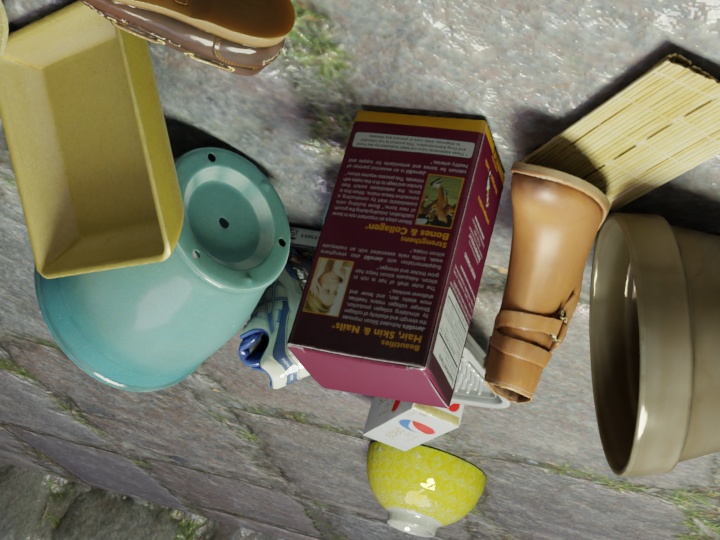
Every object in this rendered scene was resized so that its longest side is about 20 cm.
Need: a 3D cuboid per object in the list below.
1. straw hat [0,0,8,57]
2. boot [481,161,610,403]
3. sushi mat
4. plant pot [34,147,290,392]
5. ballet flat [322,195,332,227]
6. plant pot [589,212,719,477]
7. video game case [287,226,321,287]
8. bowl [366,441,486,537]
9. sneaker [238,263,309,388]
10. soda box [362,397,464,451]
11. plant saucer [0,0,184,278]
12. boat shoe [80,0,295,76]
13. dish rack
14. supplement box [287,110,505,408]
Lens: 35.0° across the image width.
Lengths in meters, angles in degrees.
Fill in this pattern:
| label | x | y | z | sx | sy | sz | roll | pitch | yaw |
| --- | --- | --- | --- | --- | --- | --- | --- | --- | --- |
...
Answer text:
| label | x | y | z | sx | sy | sz | roll | pitch | yaw |
| --- | --- | --- | --- | --- | --- | --- | --- | --- | --- |
| straw hat | -0.363 | -0.168 | 0.862 | 0.197 | 0.086 | 0.202 | -6 | 149 | -3 |
| boot | 0.134 | 0.016 | 0.874 | 0.073 | 0.157 | 0.200 | 18 | 167 | 24 |
| sushi mat | 0.197 | -0.091 | 0.801 | 0.094 | 0.012 | 0.200 | 24 | 157 | -15 |
| plant pot | -0.168 | -0.014 | 1.043 | 0.198 | 0.203 | 0.187 | 29 | 142 | -27 |
| ballet flat | 0.000 | 0.000 | 1.042 | 0.066 | 0.071 | 0.201 | -18 | 150 | -18 |
| plant pot | 0.278 | 0.054 | 0.885 | 0.170 | 0.204 | 0.201 | -2 | 157 | 1 |
| video game case | -0.012 | 0.014 | 1.193 | 0.179 | 0.024 | 0.201 | 9 | 157 | 19 |
| bowl | 0.093 | 0.354 | 1.791 | 0.196 | 0.109 | 0.201 | 15 | 158 | 6 |
| sneaker | -0.086 | 0.049 | 1.101 | 0.076 | 0.087 | 0.200 | 66 | 168 | -21 |
| soda box | 0.068 | 0.176 | 1.455 | 0.067 | 0.065 | 0.200 | 21 | 157 | -11 |
| plant saucer | -0.214 | -0.104 | 0.916 | 0.198 | 0.204 | 0.048 | -6 | -171 | 46 |
| boat shoe | -0.143 | -0.186 | 0.761 | 0.197 | 0.071 | 0.070 | 25 | 153 | -18 |
| dish rack | 0.065 | 0.088 | 1.224 | 0.169 | 0.044 | 0.200 | 4 | 154 | 29 |
| supplement box | 0.032 | -0.010 | 0.862 | 0.108 | 0.203 | 0.086 | 7 | 157 | 22 |
